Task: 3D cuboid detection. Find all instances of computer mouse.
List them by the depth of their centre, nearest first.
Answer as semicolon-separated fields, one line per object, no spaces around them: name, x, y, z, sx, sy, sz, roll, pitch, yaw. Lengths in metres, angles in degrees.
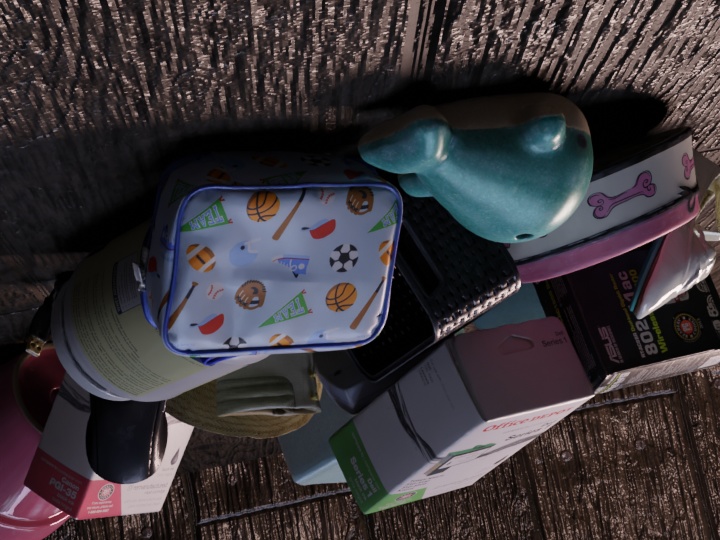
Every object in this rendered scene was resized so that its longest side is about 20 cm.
computer mouse;-0.233;0.087;1.660;0.140;0.200;0.046;8;154;-2

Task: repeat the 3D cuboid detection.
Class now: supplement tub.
supplement tub;-0.157;0.028;1.552;0.145;0.145;0.200;-3;166;-40

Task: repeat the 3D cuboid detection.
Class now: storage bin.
storage bin;0.036;0.000;1.581;0.094;0.135;0.200;-30;176;-23

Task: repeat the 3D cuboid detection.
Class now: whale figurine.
whale figurine;0.091;-0.076;1.404;0.159;0.104;0.200;-20;165;39

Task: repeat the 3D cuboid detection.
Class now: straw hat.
straw hat;-0.115;0.058;1.750;0.201;0.201;0.085;-5;143;-32

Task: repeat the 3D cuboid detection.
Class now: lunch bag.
lunch bag;-0.071;-0.008;1.411;0.200;0.160;0.076;-1;-155;-24

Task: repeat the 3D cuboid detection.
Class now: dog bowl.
dog bowl;0.197;-0.053;1.576;0.200;0.074;0.200;-22;-177;1

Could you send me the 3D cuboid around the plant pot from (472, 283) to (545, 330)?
plant pot;0.179;0.009;1.861;0.200;0.135;0.200;-11;169;-2

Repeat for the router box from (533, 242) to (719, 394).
router box;0.238;0.005;1.704;0.150;0.200;0.062;-12;160;-25

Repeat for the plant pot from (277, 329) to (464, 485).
plant pot;0.018;0.114;2.111;0.200;0.196;0.196;-27;164;23

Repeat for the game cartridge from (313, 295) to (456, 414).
game cartridge;0.019;0.068;1.764;0.133;0.041;0.200;-22;-159;0

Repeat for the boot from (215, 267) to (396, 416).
boot;-0.048;0.053;1.688;0.200;0.155;0.072;-7;168;-21

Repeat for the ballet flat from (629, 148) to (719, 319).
ballet flat;0.291;-0.032;1.658;0.069;0.200;0.069;13;140;11

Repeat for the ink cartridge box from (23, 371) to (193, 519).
ink cartridge box;-0.241;0.146;1.910;0.083;0.200;0.146;29;-168;30

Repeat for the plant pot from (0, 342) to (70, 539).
plant pot;-0.361;0.177;2.034;0.200;0.200;0.179;-2;150;-43

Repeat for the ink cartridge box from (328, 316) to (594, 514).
ink cartridge box;0.090;0.130;1.667;0.146;0.084;0.200;-10;158;-40
